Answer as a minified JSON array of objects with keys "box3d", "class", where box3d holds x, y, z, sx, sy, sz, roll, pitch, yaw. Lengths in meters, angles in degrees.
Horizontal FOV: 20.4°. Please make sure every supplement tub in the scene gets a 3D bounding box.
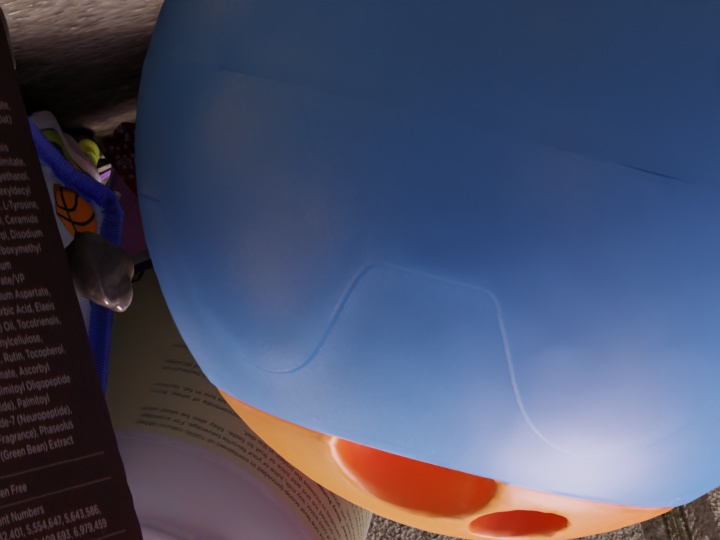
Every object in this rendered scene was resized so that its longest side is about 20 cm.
[{"box3d":[-0.069,0.094,0.774,0.144,0.145,0.200,-18,-154,22],"class":"supplement tub"}]

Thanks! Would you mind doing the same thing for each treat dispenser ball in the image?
[{"box3d":[0.041,-0.030,0.525,0.200,0.202,0.201,-16,176,-1],"class":"treat dispenser ball"}]

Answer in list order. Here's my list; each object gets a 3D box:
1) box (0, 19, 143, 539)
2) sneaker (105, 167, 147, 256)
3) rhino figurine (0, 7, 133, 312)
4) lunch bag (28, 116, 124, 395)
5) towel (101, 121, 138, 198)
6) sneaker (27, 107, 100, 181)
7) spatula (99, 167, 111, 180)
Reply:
[{"box3d":[-0.123,0.016,0.460,0.100,0.201,0.075,-17,177,24],"class":"box"},{"box3d":[-0.128,0.006,0.956,0.200,0.115,0.073,-18,156,7],"class":"sneaker"},{"box3d":[-0.108,0.011,0.532,0.087,0.201,0.060,-8,-176,28],"class":"rhino figurine"},{"box3d":[-0.175,0.054,0.661,0.169,0.201,0.124,-21,138,24],"class":"lunch bag"},{"box3d":[0.000,0.000,0.794,0.144,0.200,0.023,0,125,-40],"class":"towel"},{"box3d":[-0.142,-0.017,0.829,0.074,0.081,0.200,-17,176,9],"class":"sneaker"},{"box3d":[-0.185,-0.028,0.929,0.056,0.021,0.200,-33,166,28],"class":"spatula"}]
